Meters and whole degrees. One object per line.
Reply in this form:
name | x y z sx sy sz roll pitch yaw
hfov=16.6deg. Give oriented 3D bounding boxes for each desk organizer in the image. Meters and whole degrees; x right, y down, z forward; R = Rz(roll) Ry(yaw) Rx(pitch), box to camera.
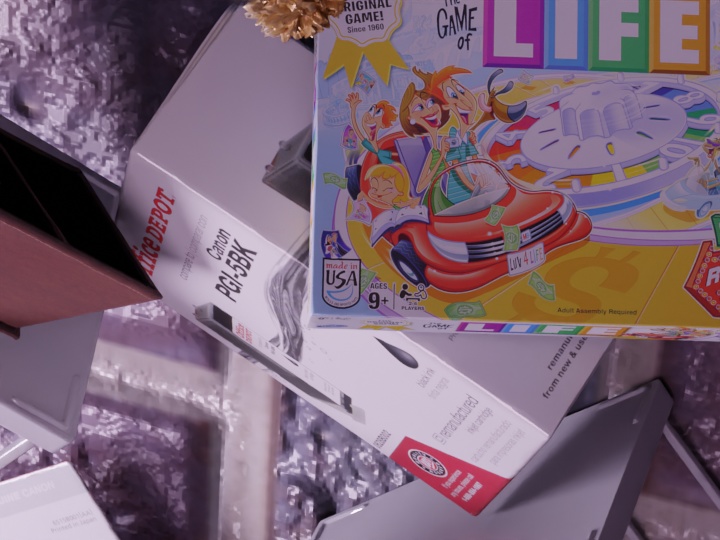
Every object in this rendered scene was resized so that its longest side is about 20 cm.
desk organizer | -0.160 -0.040 0.938 0.077 0.072 0.200 -11 157 27

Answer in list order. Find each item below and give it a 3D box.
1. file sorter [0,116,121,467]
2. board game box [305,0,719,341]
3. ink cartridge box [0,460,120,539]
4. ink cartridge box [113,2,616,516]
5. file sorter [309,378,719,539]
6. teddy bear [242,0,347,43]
file sorter | -0.226 -0.003 1.071 0.200 0.139 0.124 32 136 -26
board game box | 0.081 -0.043 0.933 0.199 0.034 0.135 1 80 -4
ink cartridge box | -0.168 0.179 1.257 0.200 0.044 0.174 -19 109 31
ink cartridge box | 0.000 0.000 1.016 0.200 0.083 0.147 34 159 3
file sorter | 0.068 0.166 1.090 0.200 0.139 0.125 -25 109 33
teddy bear | 0.036 -0.153 0.854 0.067 0.200 0.145 43 145 45
